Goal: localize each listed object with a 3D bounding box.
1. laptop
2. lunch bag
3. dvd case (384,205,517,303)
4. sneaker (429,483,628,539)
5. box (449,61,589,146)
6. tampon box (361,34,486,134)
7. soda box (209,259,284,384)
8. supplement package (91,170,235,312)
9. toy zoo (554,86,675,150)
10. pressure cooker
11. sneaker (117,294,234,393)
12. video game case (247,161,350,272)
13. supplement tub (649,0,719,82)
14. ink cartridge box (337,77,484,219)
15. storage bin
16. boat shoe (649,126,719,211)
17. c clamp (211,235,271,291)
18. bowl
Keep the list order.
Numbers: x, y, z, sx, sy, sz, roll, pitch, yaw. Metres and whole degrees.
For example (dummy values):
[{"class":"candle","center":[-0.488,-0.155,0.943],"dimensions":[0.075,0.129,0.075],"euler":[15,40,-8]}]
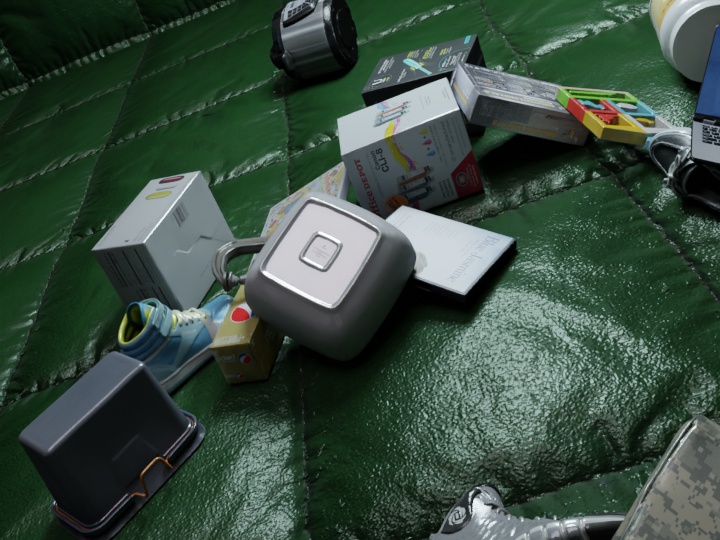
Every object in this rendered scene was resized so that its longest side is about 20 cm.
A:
[{"class":"laptop","center":[0.517,-0.203,1.041],"dimensions":[0.183,0.118,0.201],"euler":[15,34,14]},{"class":"lunch bag","center":[0.265,0.237,0.600],"dimensions":[0.166,0.141,0.200],"euler":[28,59,32]},{"class":"dvd case","center":[0.098,-0.027,1.171],"dimensions":[0.197,0.018,0.142],"euler":[19,44,33]},{"class":"sneaker","center":[0.147,0.228,0.757],"dimensions":[0.196,0.076,0.116],"euler":[-20,29,9]},{"class":"box","center":[0.253,-0.268,1.351],"dimensions":[0.195,0.049,0.159],"euler":[8,30,-13]},{"class":"tampon box","center":[0.125,-0.320,1.534],"dimensions":[0.196,0.128,0.151],"euler":[-8,34,26]},{"class":"soda box","center":[-0.143,0.065,1.196],"dimensions":[0.063,0.069,0.202],"euler":[-9,34,21]},{"class":"supplement package","center":[-0.313,-0.037,1.380],"dimensions":[0.109,0.158,0.202],"euler":[-7,35,26]},{"class":"toy zoo","center":[0.388,-0.228,1.263],"dimensions":[0.128,0.021,0.201],"euler":[1,31,-14]},{"class":"pressure cooker","center":[-0.122,-0.545,1.994],"dimensions":[0.196,0.183,0.175],"euler":[-9,-5,24]},{"class":"sneaker","center":[-0.259,0.072,1.205],"dimensions":[0.078,0.132,0.200],"euler":[6,42,41]},{"class":"video game case","center":[-0.096,-0.087,1.387],"dimensions":[0.180,0.023,0.202],"euler":[-30,26,25]},{"class":"supplement tub","center":[0.547,-0.400,1.351],"dimensions":[0.141,0.146,0.202],"euler":[-12,33,18]},{"class":"ink cartridge box","center":[0.076,-0.186,1.350],"dimensions":[0.196,0.147,0.146],"euler":[-19,31,9]},{"class":"storage bin","center":[-0.306,0.207,1.033],"dimensions":[0.144,0.136,0.200],"euler":[10,46,43]},{"class":"boat shoe","center":[0.431,-0.125,1.090],"dimensions":[0.067,0.075,0.200],"euler":[-16,38,-17]},{"class":"c clamp","center":[-0.122,-0.006,1.199],"dimensions":[0.195,0.028,0.172],"euler":[-3,37,7]},{"class":"bowl","center":[-0.046,-0.008,1.109],"dimensions":[0.197,0.075,0.201],"euler":[26,70,24]}]
